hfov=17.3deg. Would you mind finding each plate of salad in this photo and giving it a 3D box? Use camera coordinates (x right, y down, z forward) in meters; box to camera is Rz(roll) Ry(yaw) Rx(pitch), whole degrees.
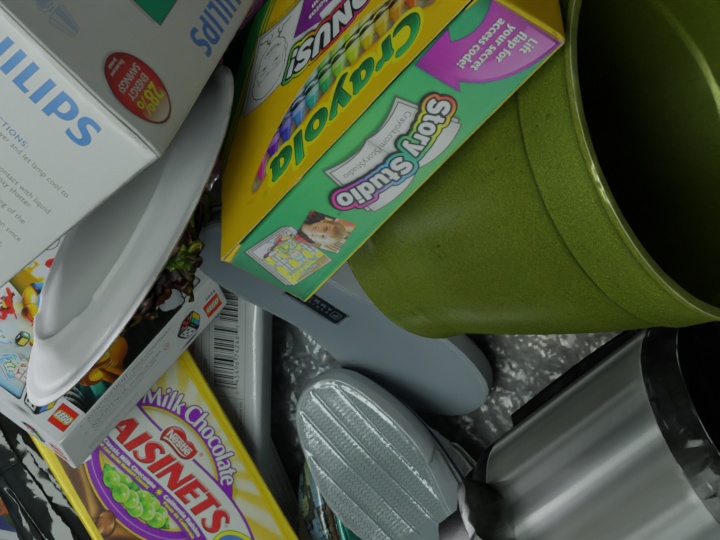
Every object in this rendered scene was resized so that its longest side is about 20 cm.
[{"bbox_3d":[-0.112,-0.015,1.219,0.048,0.200,0.200,31,120,-19],"label":"plate of salad"}]

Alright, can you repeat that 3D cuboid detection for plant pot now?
[{"bbox_3d":[0.096,-0.048,1.210,0.193,0.200,0.200,-19,99,40],"label":"plant pot"}]

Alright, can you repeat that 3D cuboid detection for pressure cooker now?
[{"bbox_3d":[0.147,0.137,1.242,0.200,0.179,0.176,-41,91,28],"label":"pressure cooker"}]

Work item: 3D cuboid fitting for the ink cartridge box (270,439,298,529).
[{"bbox_3d":[-0.143,0.105,1.436,0.176,0.045,0.200,-18,99,27],"label":"ink cartridge box"}]

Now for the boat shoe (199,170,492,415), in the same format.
[{"bbox_3d":[-0.004,0.002,1.322,0.202,0.086,0.075,32,137,-22],"label":"boat shoe"}]

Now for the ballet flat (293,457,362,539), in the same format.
[{"bbox_3d":[-0.005,0.175,1.386,0.074,0.074,0.200,-14,99,27],"label":"ballet flat"}]

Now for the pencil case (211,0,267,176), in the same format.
[{"bbox_3d":[-0.085,-0.154,1.303,0.086,0.083,0.200,-1,110,-13],"label":"pencil case"}]

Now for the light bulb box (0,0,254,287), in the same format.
[{"bbox_3d":[-0.182,-0.087,1.198,0.200,0.198,0.125,-38,106,28],"label":"light bulb box"}]

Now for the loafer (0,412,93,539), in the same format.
[{"bbox_3d":[-0.186,0.105,1.374,0.070,0.068,0.201,-30,92,-8],"label":"loafer"}]

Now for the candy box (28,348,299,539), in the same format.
[{"bbox_3d":[-0.107,0.128,1.338,0.102,0.026,0.200,-31,95,-9],"label":"candy box"}]

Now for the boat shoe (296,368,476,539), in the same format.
[{"bbox_3d":[0.038,0.132,1.342,0.074,0.067,0.200,-31,101,25],"label":"boat shoe"}]

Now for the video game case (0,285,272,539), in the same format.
[{"bbox_3d":[-0.139,0.078,1.388,0.182,0.022,0.200,8,110,19],"label":"video game case"}]

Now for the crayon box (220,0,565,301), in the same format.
[{"bbox_3d":[0.009,-0.110,1.170,0.058,0.173,0.200,29,124,-24],"label":"crayon box"}]

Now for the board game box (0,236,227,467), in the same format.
[{"bbox_3d":[-0.190,0.008,1.327,0.200,0.126,0.035,32,161,28],"label":"board game box"}]
